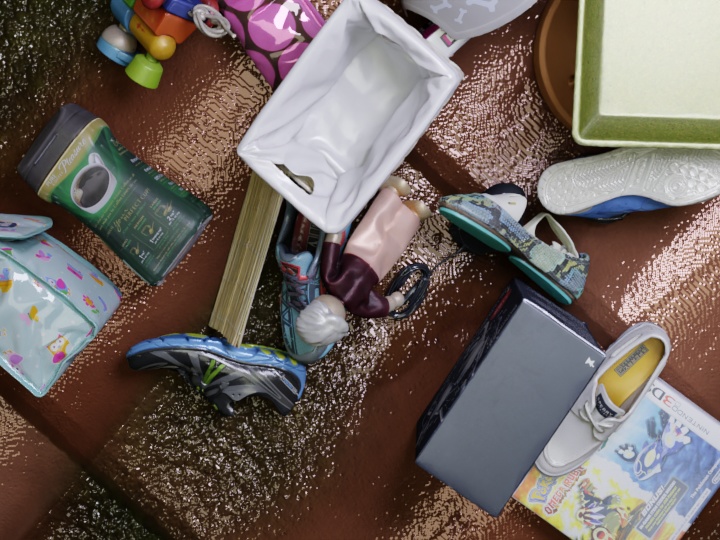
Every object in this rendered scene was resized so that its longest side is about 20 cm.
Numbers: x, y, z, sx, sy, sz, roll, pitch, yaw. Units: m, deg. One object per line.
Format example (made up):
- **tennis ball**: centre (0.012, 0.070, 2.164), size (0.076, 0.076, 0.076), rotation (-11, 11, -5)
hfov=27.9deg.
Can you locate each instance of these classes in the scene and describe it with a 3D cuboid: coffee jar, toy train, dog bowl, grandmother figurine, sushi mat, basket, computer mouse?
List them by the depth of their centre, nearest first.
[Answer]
- **basket**: centre (-0.004, -0.156, 1.420), size (0.135, 0.123, 0.201), rotation (40, 105, 2)
- **dog bowl**: centre (0.113, -0.329, 1.449), size (0.200, 0.201, 0.059), rotation (-42, 135, 6)
- **toy train**: centre (-0.201, -0.236, 1.483), size (0.084, 0.200, 0.117), rotation (14, 114, -42)
- **grandmother figurine**: centre (0.000, 0.000, 1.512), size (0.121, 0.060, 0.201), rotation (43, 63, -13)
- **coffee jar**: centre (-0.262, -0.083, 1.543), size (0.199, 0.085, 0.105), rotation (39, 100, -4)
- **sushi mat**: centre (-0.118, -0.023, 1.545), size (0.012, 0.096, 0.203), rotation (13, 98, -24)
- **computer mouse**: centre (0.100, -0.023, 1.569), size (0.199, 0.034, 0.059), rotation (-41, 120, 11)

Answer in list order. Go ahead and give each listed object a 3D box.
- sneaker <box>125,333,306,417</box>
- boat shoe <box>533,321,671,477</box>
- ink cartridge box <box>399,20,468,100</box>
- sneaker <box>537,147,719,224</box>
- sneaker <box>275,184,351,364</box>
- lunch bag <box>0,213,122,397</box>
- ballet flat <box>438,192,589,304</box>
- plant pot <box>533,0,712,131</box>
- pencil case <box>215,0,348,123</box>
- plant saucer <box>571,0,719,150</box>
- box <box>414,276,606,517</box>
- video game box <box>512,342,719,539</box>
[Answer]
- **sneaker**: centre (-0.159, 0.115, 1.570), size (0.197, 0.071, 0.084), rotation (12, 91, -2)
- **boat shoe**: centre (0.252, 0.139, 1.517), size (0.071, 0.070, 0.200), rotation (43, 97, 0)
- **ink cartridge box**: centre (0.103, -0.258, 1.503), size (0.200, 0.095, 0.037), rotation (-43, 103, 6)
- **sneaker**: centre (0.288, -0.095, 1.506), size (0.197, 0.111, 0.078), rotation (-11, 89, 16)
- **sneaker**: centre (-0.064, -0.001, 1.535), size (0.078, 0.095, 0.203), rotation (6, 94, 26)
- **lunch bag**: centre (-0.360, 0.013, 1.515), size (0.200, 0.170, 0.122), rotation (42, 98, -6)
- **ballet flat**: centre (0.166, -0.041, 1.524), size (0.199, 0.074, 0.075), rotation (35, 97, -28)
- **plant pot**: centre (0.279, -0.224, 1.480), size (0.197, 0.140, 0.203), rotation (0, 96, 3)
- **pencil case**: centre (-0.063, -0.234, 1.519), size (0.201, 0.091, 0.093), rotation (51, 131, -6)
- **plant saucer**: centre (0.303, -0.218, 1.386), size (0.197, 0.048, 0.203), rotation (2, 96, 2)
- **box**: centre (0.151, 0.125, 1.505), size (0.103, 0.182, 0.201), rotation (33, 96, -2)
- **video game box**: centre (0.291, 0.214, 1.580), size (0.181, 0.047, 0.201), rotation (35, 97, 1)
